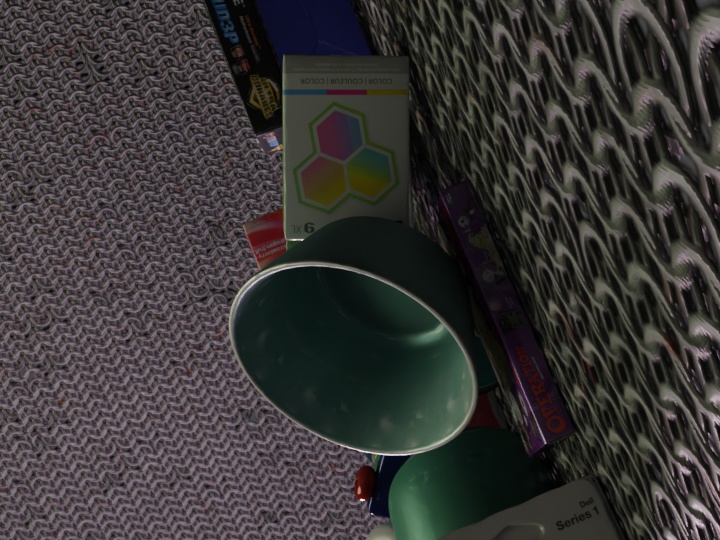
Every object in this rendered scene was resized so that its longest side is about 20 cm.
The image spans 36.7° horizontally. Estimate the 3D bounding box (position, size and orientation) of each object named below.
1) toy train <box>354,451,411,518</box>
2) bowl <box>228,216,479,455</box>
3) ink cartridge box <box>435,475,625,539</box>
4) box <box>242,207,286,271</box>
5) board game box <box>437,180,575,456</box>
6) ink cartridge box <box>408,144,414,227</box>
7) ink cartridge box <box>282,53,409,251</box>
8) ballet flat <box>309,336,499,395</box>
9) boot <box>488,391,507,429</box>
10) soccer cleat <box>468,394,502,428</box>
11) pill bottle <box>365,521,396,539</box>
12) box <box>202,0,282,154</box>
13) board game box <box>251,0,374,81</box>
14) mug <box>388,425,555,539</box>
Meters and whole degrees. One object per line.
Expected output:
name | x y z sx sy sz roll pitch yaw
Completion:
toy train | 0.051 0.135 1.086 0.116 0.083 0.203 -109 33 -75
bowl | 0.009 0.038 0.844 0.106 0.198 0.202 -61 -38 -43
ink cartridge box | 0.121 0.240 0.816 0.200 0.143 0.085 74 173 -65
box | -0.040 -0.050 1.383 0.095 0.198 0.101 -110 -2 -88
board game box | 0.108 0.041 0.841 0.120 0.032 0.202 92 158 -74
ink cartridge box | 0.035 -0.031 1.054 0.197 0.043 0.203 77 -170 -72
ink cartridge box | -0.013 -0.075 0.899 0.059 0.102 0.203 -123 33 -81
ballet flat | 0.031 0.088 0.969 0.068 0.197 0.069 129 139 -57
boot | 0.085 0.106 1.185 0.073 0.089 0.202 79 170 -80
soccer cleat | 0.107 0.147 1.111 0.076 0.066 0.202 -38 74 50
pill bottle | 0.103 0.302 1.117 0.112 0.198 0.114 4 95 53
box | -0.119 -0.226 1.108 0.159 0.045 0.202 149 100 -88
board game box | -0.051 -0.240 1.179 0.200 0.096 0.161 80 168 -80
mug | 0.104 0.219 0.991 0.186 0.150 0.115 71 179 -58
